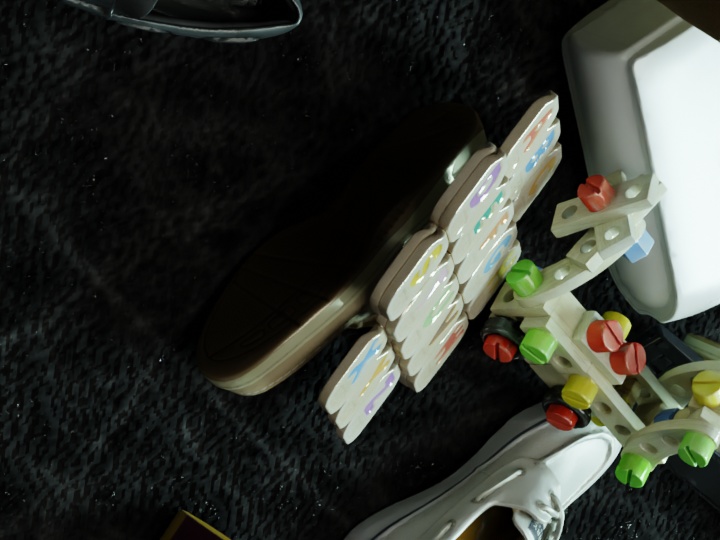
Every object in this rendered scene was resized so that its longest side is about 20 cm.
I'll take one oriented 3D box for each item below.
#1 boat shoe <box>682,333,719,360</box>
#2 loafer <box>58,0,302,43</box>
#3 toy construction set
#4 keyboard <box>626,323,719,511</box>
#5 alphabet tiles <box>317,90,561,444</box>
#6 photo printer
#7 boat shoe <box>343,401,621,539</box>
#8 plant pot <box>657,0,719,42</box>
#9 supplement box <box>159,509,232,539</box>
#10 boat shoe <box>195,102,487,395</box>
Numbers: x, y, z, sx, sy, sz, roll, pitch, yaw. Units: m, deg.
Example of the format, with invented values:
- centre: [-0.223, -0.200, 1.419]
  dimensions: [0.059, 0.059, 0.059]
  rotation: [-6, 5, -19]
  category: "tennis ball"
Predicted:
- centre: [0.235, 0.113, 1.535]
  dimensions: [0.063, 0.073, 0.201]
  rotation: [-52, 141, -16]
  category: "boat shoe"
- centre: [-0.109, -0.147, 1.120]
  dimensions: [0.201, 0.070, 0.068]
  rotation: [15, 99, -43]
  category: "loafer"
- centre: [0.146, 0.041, 1.368]
  dimensions: [0.092, 0.131, 0.200]
  rotation: [-44, 116, -34]
  category: "toy construction set"
- centre: [0.236, 0.096, 1.466]
  dimensions: [0.200, 0.127, 0.021]
  rotation: [39, 42, -20]
  category: "keyboard"
- centre: [0.046, 0.003, 1.287]
  dimensions: [0.196, 0.015, 0.200]
  rotation: [-53, 166, -9]
  category: "alphabet tiles"
- centre: [0.200, -0.078, 1.414]
  dimensions: [0.166, 0.069, 0.200]
  rotation: [-34, 128, -27]
  category: "photo printer"
- centre: [0.081, 0.139, 1.411]
  dimensions: [0.200, 0.070, 0.071]
  rotation: [-27, 126, -26]
  category: "boat shoe"
- centre: [0.175, -0.209, 1.244]
  dimensions: [0.186, 0.200, 0.186]
  rotation: [-19, 121, -34]
  category: "plant pot"
- centre: [-0.045, 0.235, 1.327]
  dimensions: [0.200, 0.103, 0.131]
  rotation: [39, 82, -44]
  category: "supplement box"
- centre: [0.000, 0.000, 1.283]
  dimensions: [0.200, 0.072, 0.065]
  rotation: [-46, 131, -22]
  category: "boat shoe"
